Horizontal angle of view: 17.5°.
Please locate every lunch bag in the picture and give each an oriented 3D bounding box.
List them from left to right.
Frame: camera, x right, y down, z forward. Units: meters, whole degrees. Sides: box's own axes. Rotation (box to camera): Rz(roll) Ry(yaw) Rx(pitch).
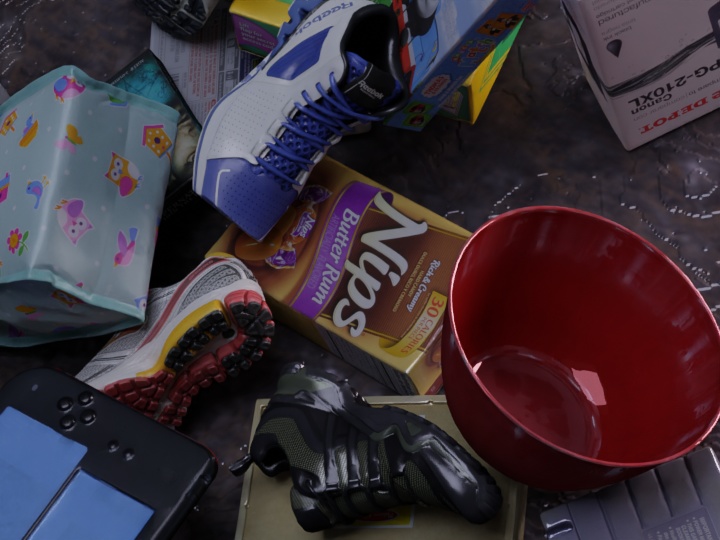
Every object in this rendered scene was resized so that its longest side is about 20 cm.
[{"bbox_3d":[-0.234,-0.038,1.698,0.200,0.122,0.171,-14,60,51],"label":"lunch bag"}]

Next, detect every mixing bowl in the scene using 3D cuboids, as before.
[{"bbox_3d":[0.130,0.070,1.539,0.199,0.109,0.201,12,50,-15],"label":"mixing bowl"}]

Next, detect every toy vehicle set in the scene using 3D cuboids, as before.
[{"bbox_3d":[0.016,0.147,1.604,0.199,0.027,0.125,-2,59,18],"label":"toy vehicle set"}]

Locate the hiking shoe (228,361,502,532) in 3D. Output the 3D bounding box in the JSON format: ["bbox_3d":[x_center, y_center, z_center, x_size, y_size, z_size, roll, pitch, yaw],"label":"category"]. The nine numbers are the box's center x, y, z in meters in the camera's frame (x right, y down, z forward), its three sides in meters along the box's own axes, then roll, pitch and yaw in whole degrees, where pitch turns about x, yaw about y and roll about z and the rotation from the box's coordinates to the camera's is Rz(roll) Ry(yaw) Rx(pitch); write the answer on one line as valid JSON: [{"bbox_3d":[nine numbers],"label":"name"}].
[{"bbox_3d":[0.006,0.140,1.559,0.199,0.076,0.101,24,78,39],"label":"hiking shoe"}]

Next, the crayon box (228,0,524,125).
[{"bbox_3d":[0.027,-0.221,1.786,0.199,0.058,0.173,19,66,17],"label":"crayon box"}]

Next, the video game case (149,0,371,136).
[{"bbox_3d":[-0.079,-0.180,1.841,0.181,0.023,0.201,-9,57,14],"label":"video game case"}]

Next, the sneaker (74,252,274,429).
[{"bbox_3d":[-0.147,0.064,1.673,0.200,0.078,0.082,-35,41,15],"label":"sneaker"}]

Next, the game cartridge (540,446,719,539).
[{"bbox_3d":[0.205,0.220,1.490,0.129,0.038,0.201,-19,55,2],"label":"game cartridge"}]

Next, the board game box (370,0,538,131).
[{"bbox_3d":[0.065,-0.213,1.636,0.036,0.200,0.152,8,60,-26],"label":"board game box"}]

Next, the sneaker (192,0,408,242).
[{"bbox_3d":[-0.034,-0.117,1.646,0.200,0.080,0.115,-60,30,-7],"label":"sneaker"}]

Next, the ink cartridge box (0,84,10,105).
[{"bbox_3d":[-0.353,-0.157,1.812,0.117,0.200,0.067,20,68,29],"label":"ink cartridge box"}]

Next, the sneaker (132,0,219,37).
[{"bbox_3d":[-0.115,-0.244,1.801,0.086,0.078,0.200,-51,17,-29],"label":"sneaker"}]

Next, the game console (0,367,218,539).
[{"bbox_3d":[-0.215,0.169,1.564,0.176,0.031,0.200,23,66,31],"label":"game console"}]

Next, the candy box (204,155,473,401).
[{"bbox_3d":[0.000,0.000,1.682,0.200,0.057,0.117,29,72,30],"label":"candy box"}]

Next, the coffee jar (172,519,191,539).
[{"bbox_3d":[-0.223,0.202,1.617,0.199,0.085,0.105,-5,58,17],"label":"coffee jar"}]

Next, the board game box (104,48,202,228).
[{"bbox_3d":[-0.209,-0.063,1.792,0.200,0.028,0.135,-37,54,5],"label":"board game box"}]

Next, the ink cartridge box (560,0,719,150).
[{"bbox_3d":[0.218,-0.192,1.636,0.144,0.200,0.085,-26,58,3],"label":"ink cartridge box"}]
